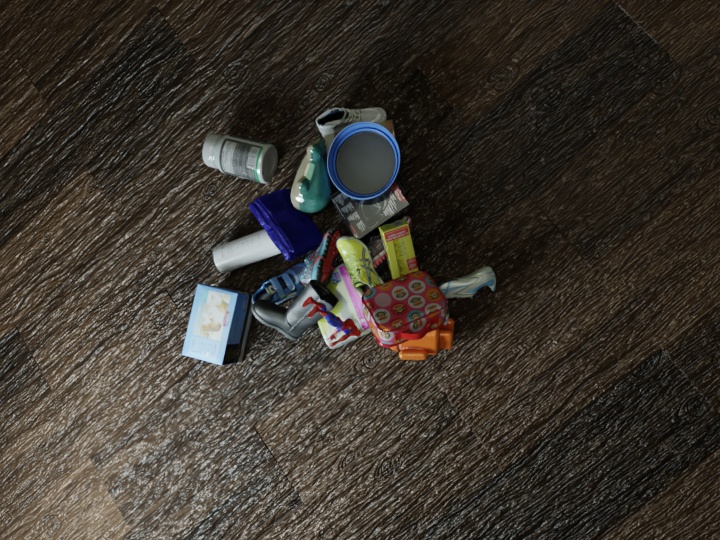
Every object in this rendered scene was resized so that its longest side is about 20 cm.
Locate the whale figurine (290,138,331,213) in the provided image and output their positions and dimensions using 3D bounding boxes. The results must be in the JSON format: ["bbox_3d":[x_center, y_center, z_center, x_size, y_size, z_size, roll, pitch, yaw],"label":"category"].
[{"bbox_3d":[-0.121,-0.253,1.432,0.102,0.160,0.203,21,121,7],"label":"whale figurine"}]

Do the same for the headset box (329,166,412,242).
[{"bbox_3d":[0.038,-0.190,1.437,0.198,0.077,0.150,-34,79,6],"label":"headset box"}]

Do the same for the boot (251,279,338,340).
[{"bbox_3d":[-0.175,0.089,1.372,0.164,0.066,0.200,33,134,-19],"label":"boot"}]

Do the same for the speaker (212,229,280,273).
[{"bbox_3d":[-0.320,-0.060,1.501,0.196,0.081,0.083,-19,81,10],"label":"speaker"}]

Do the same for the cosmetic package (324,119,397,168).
[{"bbox_3d":[0.007,-0.340,1.453,0.196,0.087,0.106,-12,84,11],"label":"cosmetic package"}]

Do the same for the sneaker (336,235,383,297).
[{"bbox_3d":[0.000,0.000,1.363,0.075,0.076,0.202,-30,96,30],"label":"sneaker"}]

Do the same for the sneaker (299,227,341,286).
[{"bbox_3d":[-0.113,-0.041,1.425,0.094,0.080,0.202,-8,42,31],"label":"sneaker"}]

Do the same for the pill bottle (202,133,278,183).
[{"bbox_3d":[-0.350,-0.330,1.519,0.196,0.113,0.115,16,88,14],"label":"pill bottle"}]

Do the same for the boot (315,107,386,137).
[{"bbox_3d":[-0.026,-0.422,1.465,0.196,0.096,0.075,-15,81,10],"label":"boot"}]

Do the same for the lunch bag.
[{"bbox_3d":[0.114,0.100,1.278,0.197,0.083,0.177,-19,44,-12],"label":"lunch bag"}]

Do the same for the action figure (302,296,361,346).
[{"bbox_3d":[-0.079,0.147,1.320,0.099,0.199,0.065,-49,42,12],"label":"action figure"}]

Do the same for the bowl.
[{"bbox_3d":[0.011,-0.289,1.386,0.196,0.039,0.205,0,89,11],"label":"bowl"}]

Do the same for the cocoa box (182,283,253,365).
[{"bbox_3d":[-0.396,0.151,1.470,0.131,0.131,0.204,11,87,13],"label":"cocoa box"}]

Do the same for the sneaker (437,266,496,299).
[{"bbox_3d":[0.260,0.050,1.369,0.197,0.072,0.074,-18,89,14],"label":"sneaker"}]

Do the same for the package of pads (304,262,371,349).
[{"bbox_3d":[-0.055,0.097,1.433,0.152,0.068,0.203,-25,79,8],"label":"package of pads"}]

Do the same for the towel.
[{"bbox_3d":[-0.201,-0.136,1.460,0.147,0.050,0.201,-28,77,-36],"label":"towel"}]

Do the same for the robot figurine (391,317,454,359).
[{"bbox_3d":[0.144,0.156,1.360,0.196,0.117,0.147,3,88,12],"label":"robot figurine"}]

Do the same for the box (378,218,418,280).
[{"bbox_3d":[0.108,-0.026,1.363,0.074,0.050,0.203,-17,112,-5],"label":"box"}]

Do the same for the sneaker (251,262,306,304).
[{"bbox_3d":[-0.222,0.048,1.468,0.199,0.082,0.075,-37,76,6],"label":"sneaker"}]

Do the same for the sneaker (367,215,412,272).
[{"bbox_3d":[0.064,-0.073,1.418,0.200,0.081,0.075,-46,75,5],"label":"sneaker"}]
